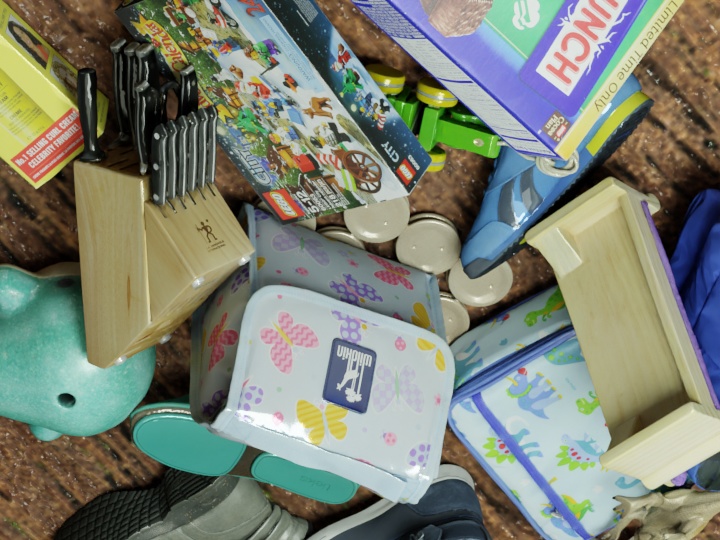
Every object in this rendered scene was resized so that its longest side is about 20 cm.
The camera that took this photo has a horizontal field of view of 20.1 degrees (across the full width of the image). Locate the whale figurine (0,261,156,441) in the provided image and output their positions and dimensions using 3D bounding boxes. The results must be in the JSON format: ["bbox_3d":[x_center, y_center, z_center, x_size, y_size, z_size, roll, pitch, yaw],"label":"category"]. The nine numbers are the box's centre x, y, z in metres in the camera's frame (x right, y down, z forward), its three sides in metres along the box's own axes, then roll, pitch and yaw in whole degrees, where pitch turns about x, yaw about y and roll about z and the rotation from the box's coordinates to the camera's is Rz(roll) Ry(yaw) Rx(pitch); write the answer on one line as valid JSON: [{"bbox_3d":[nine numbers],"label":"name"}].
[{"bbox_3d":[-0.252,0.072,1.516,0.198,0.104,0.160,-8,124,0],"label":"whale figurine"}]

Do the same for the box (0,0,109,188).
[{"bbox_3d":[-0.269,-0.151,1.401,0.075,0.050,0.200,-35,118,20],"label":"box"}]

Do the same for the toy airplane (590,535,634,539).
[{"bbox_3d":[0.142,0.306,1.680,0.199,0.141,0.200,-19,144,-32],"label":"toy airplane"}]

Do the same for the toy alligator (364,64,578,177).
[{"bbox_3d":[0.058,-0.104,1.425,0.198,0.054,0.060,14,111,5],"label":"toy alligator"}]

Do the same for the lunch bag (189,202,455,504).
[{"bbox_3d":[-0.026,0.065,1.439,0.168,0.201,0.128,21,123,-17],"label":"lunch bag"}]

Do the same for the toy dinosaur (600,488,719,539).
[{"bbox_3d":[0.242,0.181,1.524,0.100,0.059,0.200,-15,169,-35],"label":"toy dinosaur"}]

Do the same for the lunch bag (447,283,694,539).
[{"bbox_3d":[0.163,0.115,1.565,0.160,0.083,0.200,-27,123,16],"label":"lunch bag"}]

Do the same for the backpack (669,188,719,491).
[{"bbox_3d":[0.290,0.049,1.463,0.161,0.168,0.201,-1,125,-29],"label":"backpack"}]

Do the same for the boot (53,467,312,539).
[{"bbox_3d":[-0.146,0.230,1.653,0.199,0.068,0.131,-28,126,18],"label":"boot"}]

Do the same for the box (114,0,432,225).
[{"bbox_3d":[-0.059,-0.125,1.379,0.136,0.038,0.200,-12,124,47],"label":"box"}]

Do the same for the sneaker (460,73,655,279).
[{"bbox_3d":[0.124,-0.080,1.456,0.078,0.066,0.200,45,122,10],"label":"sneaker"}]

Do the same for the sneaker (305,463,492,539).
[{"bbox_3d":[0.019,0.255,1.597,0.202,0.147,0.077,-37,123,8],"label":"sneaker"}]

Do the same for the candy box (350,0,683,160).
[{"bbox_3d":[0.102,-0.197,1.323,0.200,0.077,0.170,39,84,-26],"label":"candy box"}]

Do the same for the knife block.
[{"bbox_3d":[-0.162,-0.052,1.414,0.176,0.064,0.200,56,134,9],"label":"knife block"}]

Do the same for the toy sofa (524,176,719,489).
[{"bbox_3d":[0.196,0.044,1.404,0.083,0.201,0.097,-35,143,29],"label":"toy sofa"}]

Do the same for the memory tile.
[{"bbox_3d":[0.000,0.000,1.528,0.199,0.017,0.153,32,117,-21],"label":"memory tile"}]

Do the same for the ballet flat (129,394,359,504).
[{"bbox_3d":[-0.090,0.126,1.575,0.198,0.071,0.068,18,129,-22],"label":"ballet flat"}]
